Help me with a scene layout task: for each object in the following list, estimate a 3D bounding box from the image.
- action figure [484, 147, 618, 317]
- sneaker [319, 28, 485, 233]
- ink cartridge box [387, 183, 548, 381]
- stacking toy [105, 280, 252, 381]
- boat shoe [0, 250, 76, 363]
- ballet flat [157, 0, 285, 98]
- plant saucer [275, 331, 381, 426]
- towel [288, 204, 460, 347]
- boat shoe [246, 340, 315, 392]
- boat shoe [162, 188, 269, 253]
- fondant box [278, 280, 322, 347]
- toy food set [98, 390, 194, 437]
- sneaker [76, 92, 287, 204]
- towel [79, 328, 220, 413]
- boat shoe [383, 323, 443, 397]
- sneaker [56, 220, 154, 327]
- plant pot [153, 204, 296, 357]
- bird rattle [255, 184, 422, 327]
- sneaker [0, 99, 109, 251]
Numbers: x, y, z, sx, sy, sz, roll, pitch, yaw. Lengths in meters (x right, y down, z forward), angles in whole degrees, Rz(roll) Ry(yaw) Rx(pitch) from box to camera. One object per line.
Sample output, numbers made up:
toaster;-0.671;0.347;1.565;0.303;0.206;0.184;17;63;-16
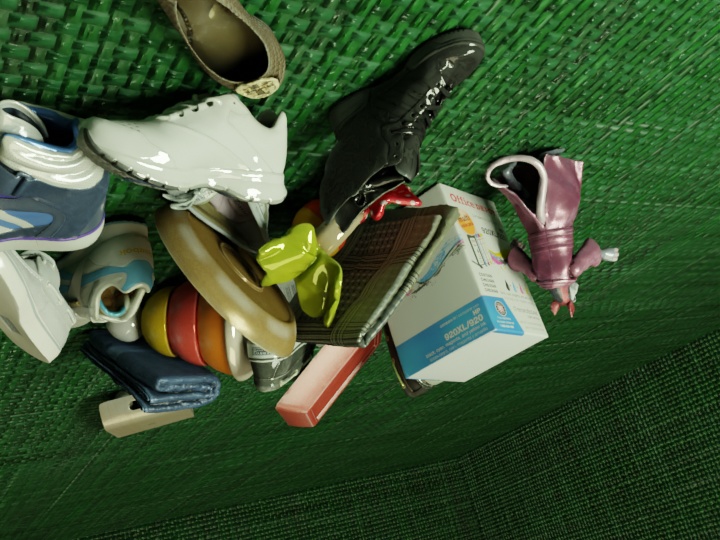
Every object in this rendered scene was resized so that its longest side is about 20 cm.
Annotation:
action figure;0.235;-0.043;0.928;0.131;0.205;0.148;-12;179;20
sneaker;0.039;-0.126;0.711;0.197;0.106;0.060;-27;156;22
ink cartridge box;0.119;0.020;0.993;0.144;0.204;0.146;-33;153;32
stacking toy;-0.227;0.064;0.982;0.195;0.150;0.147;0;160;7
boat shoe;-0.324;0.018;0.751;0.071;0.069;0.202;20;148;16
ballet flat;-0.103;-0.176;0.562;0.066;0.047;0.200;-19;159;6
plant saucer;-0.031;0.131;1.051;0.201;0.036;0.201;-51;168;-14
towel;0.000;0.000;0.865;0.035;0.201;0.191;48;155;-23
boat shoe;-0.097;0.107;0.988;0.069;0.065;0.200;-1;-174;14
boat shoe;-0.140;-0.076;0.747;0.073;0.066;0.202;-21;158;8
fondant box;-0.041;0.044;1.125;0.142;0.059;0.200;-22;159;12
toy food set;-0.371;0.240;1.355;0.140;0.062;0.200;-14;166;-12
sneaker;-0.139;-0.108;0.635;0.074;0.089;0.198;18;-169;39
towel;-0.275;0.128;1.003;0.110;0.050;0.198;5;-170;-45
boat shoe;0.057;0.073;1.068;0.071;0.205;0.060;14;139;-42
sneaker;-0.293;0.025;0.849;0.075;0.082;0.199;1;153;-42
plant pot;-0.129;0.003;0.787;0.027;0.201;0.200;-40;155;6
bird rattle;-0.036;-0.054;0.825;0.112;0.202;0.162;37;167;-21
sneaker;-0.302;-0.082;0.612;0.195;0.082;0.148;-2;142;-18
